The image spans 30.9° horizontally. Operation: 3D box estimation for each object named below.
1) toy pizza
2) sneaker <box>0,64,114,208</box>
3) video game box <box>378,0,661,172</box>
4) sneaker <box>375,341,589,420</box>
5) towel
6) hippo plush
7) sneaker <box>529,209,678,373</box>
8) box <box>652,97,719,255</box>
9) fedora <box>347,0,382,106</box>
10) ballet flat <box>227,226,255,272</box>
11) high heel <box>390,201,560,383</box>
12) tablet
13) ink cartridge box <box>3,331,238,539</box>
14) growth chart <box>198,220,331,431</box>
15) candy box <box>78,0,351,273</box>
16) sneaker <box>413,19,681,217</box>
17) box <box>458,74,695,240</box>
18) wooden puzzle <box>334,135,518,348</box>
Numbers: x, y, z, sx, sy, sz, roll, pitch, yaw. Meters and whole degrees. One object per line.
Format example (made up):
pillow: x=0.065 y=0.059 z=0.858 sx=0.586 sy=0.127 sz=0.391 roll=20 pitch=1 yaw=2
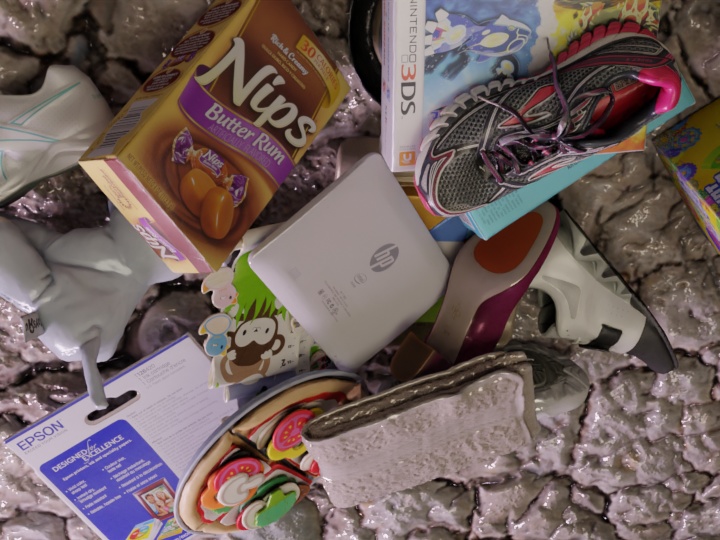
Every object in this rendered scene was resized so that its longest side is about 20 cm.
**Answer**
toy pizza: x=-0.069 y=0.164 z=1.117 sx=0.200 sy=0.032 sz=0.200 roll=-30 pitch=149 yaw=-20
sneaker: x=-0.279 y=-0.091 z=1.003 sx=0.200 sy=0.070 sz=0.080 roll=-26 pitch=97 yaw=10
video game box: x=0.114 y=-0.166 z=0.932 sx=0.199 sy=0.047 sz=0.183 roll=-6 pitch=124 yaw=-8
sneaker: x=0.114 y=0.130 z=1.214 sx=0.199 sy=0.078 sz=0.100 roll=-9 pitch=132 yaw=0
towel: x=0.056 y=0.139 z=1.110 sx=0.199 sy=0.035 sz=0.133 roll=-20 pitch=141 yaw=-2
hippo plush: x=-0.202 y=-0.021 z=1.001 sx=0.161 sy=0.200 sz=0.159 roll=-45 pitch=103 yaw=-5
sneaker: x=0.206 y=0.038 z=1.166 sx=0.088 sy=0.074 sz=0.200 roll=-41 pitch=116 yaw=9
box: x=0.377 y=-0.073 z=1.061 sx=0.192 sy=0.200 sz=0.122 roll=-32 pitch=122 yaw=9
fedora: x=0.093 y=-0.178 z=1.002 sx=0.200 sy=0.092 sz=0.201 roll=-5 pitch=121 yaw=-9
ballet flat: x=-0.074 y=0.050 z=1.119 sx=0.068 sy=0.068 sz=0.200 roll=-21 pitch=122 yaw=4
high heel: x=0.110 y=0.030 z=1.118 sx=0.200 sy=0.067 sz=0.096 roll=-47 pitch=145 yaw=6
tablet: x=0.000 y=0.000 z=1.046 sx=0.130 sy=0.014 sz=0.200 roll=-40 pitch=143 yaw=-3
ink cartridge box: x=-0.181 y=0.158 z=1.179 sx=0.197 sy=0.047 sz=0.200 roll=-30 pitch=121 yaw=8
growth chart: x=-0.069 y=0.042 z=1.045 sx=0.145 sy=0.018 sz=0.200 roll=-24 pitch=134 yaw=-36
candy box: x=-0.101 y=-0.109 z=0.957 sx=0.117 sy=0.056 sz=0.200 roll=52 pitch=56 yaw=-31
sneaker: x=0.126 y=-0.101 z=0.904 sx=0.200 sy=0.075 sz=0.081 roll=-33 pitch=122 yaw=10
box: x=0.161 y=-0.104 z=1.046 sx=0.200 sy=0.082 sz=0.049 roll=-33 pitch=105 yaw=-1
wooden puzzle: x=0.062 y=-0.017 z=1.126 sx=0.184 sy=0.037 sz=0.200 roll=0 pitch=120 yaw=-12
